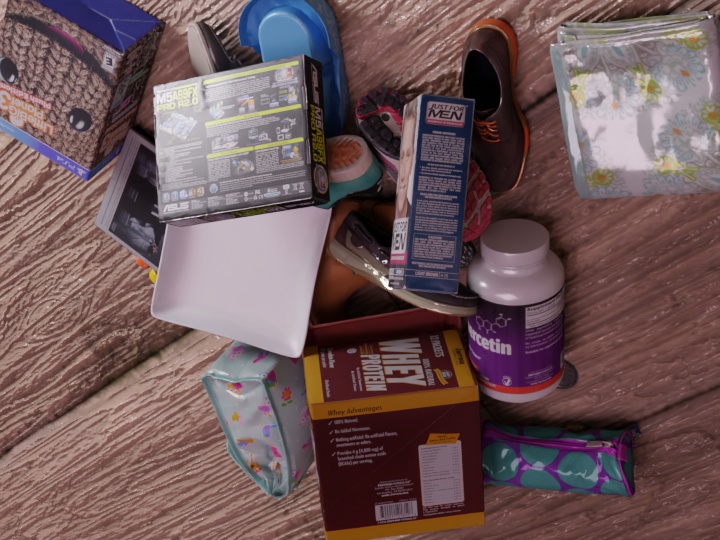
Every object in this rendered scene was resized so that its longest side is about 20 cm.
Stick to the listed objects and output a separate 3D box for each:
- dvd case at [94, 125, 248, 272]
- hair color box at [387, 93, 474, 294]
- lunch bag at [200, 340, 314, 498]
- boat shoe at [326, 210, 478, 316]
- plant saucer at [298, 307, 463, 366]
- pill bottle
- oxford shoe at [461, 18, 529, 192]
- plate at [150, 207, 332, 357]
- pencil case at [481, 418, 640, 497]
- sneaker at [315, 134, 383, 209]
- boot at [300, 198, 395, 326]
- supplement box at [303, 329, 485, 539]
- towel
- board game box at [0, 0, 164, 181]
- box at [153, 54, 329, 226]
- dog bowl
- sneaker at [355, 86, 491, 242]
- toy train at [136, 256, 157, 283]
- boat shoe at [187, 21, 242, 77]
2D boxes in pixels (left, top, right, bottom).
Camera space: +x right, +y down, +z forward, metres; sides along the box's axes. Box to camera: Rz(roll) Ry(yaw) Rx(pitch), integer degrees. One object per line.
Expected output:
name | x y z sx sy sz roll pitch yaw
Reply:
dvd case | -0.236 -0.067 1.620 0.200 0.025 0.151 35 118 17
hair color box | 0.073 -0.077 1.348 0.060 0.100 0.201 6 89 -9
lunch bag | -0.098 0.171 1.666 0.122 0.170 0.200 1 124 32
boat shoe | 0.050 -0.009 1.455 0.200 0.072 0.065 28 106 31
plant saucer | 0.033 0.134 1.613 0.199 0.037 0.201 -10 117 -2
pill bottle | 0.179 0.045 1.482 0.112 0.113 0.201 8 125 21
oxford shoe | 0.136 -0.165 1.384 0.071 0.073 0.200 2 123 24
plate | -0.141 -0.015 1.546 0.199 0.032 0.201 15 104 12
pencil case | 0.242 0.230 1.595 0.199 0.085 0.093 1 139 25
sneaker | -0.067 -0.102 1.469 0.199 0.072 0.080 -1 146 28
boot | 0.000 0.000 1.575 0.155 0.077 0.201 -2 114 22
supplement box | 0.040 0.199 1.551 0.197 0.133 0.201 -6 116 -3
towel | 0.293 -0.166 1.324 0.171 0.048 0.200 0 122 27
board game box | -0.350 -0.240 1.555 0.159 0.097 0.200 30 130 5
box | -0.134 -0.141 1.425 0.199 0.044 0.161 -8 81 25
dog bowl | -0.070 -0.227 1.458 0.111 0.050 0.201 5 123 23
sneaker | 0.072 -0.119 1.440 0.200 0.081 0.075 52 171 2
toy train | -0.198 -0.037 1.654 0.199 0.056 0.151 12 109 26
boat shoe | -0.149 -0.204 1.519 0.067 0.057 0.201 25 137 58
